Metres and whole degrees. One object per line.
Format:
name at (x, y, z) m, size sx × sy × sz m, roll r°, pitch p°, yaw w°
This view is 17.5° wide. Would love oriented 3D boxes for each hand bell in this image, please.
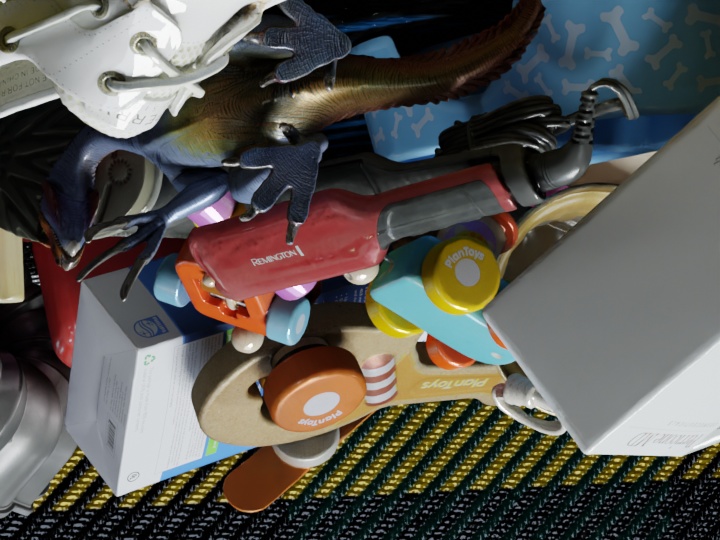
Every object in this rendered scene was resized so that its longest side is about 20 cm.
hand bell at (0.061, -0.002, 1.100) m, size 0.104 × 0.104 × 0.200 m, roll -1°, pitch -170°, yaw -24°

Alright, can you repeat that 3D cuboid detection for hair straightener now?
hair straightener at (0.024, -0.041, 0.844) m, size 0.200 × 0.041 × 0.077 m, roll -20°, pitch -157°, yaw 45°

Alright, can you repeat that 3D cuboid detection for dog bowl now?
dog bowl at (0.078, -0.071, 0.914) m, size 0.111 × 0.050 × 0.200 m, roll 1°, pitch 173°, yaw -37°

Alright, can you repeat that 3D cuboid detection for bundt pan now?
bundt pan at (-0.230, 0.042, 1.357) m, size 0.076 × 0.202 × 0.202 m, roll -40°, pitch 162°, yaw 17°

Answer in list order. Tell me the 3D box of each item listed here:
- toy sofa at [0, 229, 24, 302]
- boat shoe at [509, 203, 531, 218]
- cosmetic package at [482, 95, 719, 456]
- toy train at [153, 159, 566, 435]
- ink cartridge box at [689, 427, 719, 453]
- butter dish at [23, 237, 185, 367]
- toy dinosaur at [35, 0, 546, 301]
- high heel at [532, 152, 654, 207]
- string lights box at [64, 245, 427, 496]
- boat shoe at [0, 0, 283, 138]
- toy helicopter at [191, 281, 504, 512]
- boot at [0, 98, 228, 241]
toy sofa at (-0.254, -0.017, 1.159) m, size 0.200 × 0.083 × 0.098 m, roll -6°, pitch 173°, yaw 29°
boat shoe at (0.111, -0.011, 1.211) m, size 0.072 × 0.066 × 0.201 m, roll 13°, pitch -169°, yaw -13°
cosmetic package at (0.152, -0.020, 0.843) m, size 0.200 × 0.071 × 0.101 m, roll -43°, pitch 158°, yaw 19°
toy train at (0.000, 0.000, 0.984) m, size 0.200 × 0.056 × 0.150 m, roll 17°, pitch 158°, yaw 21°
ink cartridge box at (0.238, 0.008, 1.203) m, size 0.200 × 0.083 × 0.146 m, roll -21°, pitch -170°, yaw 9°
butter dish at (-0.103, 0.022, 1.313) m, size 0.199 × 0.148 × 0.200 m, roll -3°, pitch 175°, yaw -9°
toy dinosaur at (-0.054, -0.043, 0.876) m, size 0.200 × 0.105 × 0.181 m, roll -4°, pitch 180°, yaw -19°
high heel at (0.158, -0.050, 1.107) m, size 0.200 × 0.067 × 0.096 m, roll 10°, pitch -174°, yaw 2°
string lights box at (-0.047, 0.034, 1.197) m, size 0.200 × 0.103 × 0.059 m, roll -17°, pitch -132°, yaw -32°
boat shoe at (-0.067, -0.073, 0.693) m, size 0.200 × 0.069 × 0.071 m, roll -8°, pitch 171°, yaw 41°
toy helicopter at (0.009, 0.058, 1.151) m, size 0.200 × 0.079 × 0.132 m, roll -1°, pitch 140°, yaw -32°
boot at (-0.100, -0.039, 1.064) m, size 0.182 × 0.073 × 0.200 m, roll 9°, pitch 178°, yaw 40°
